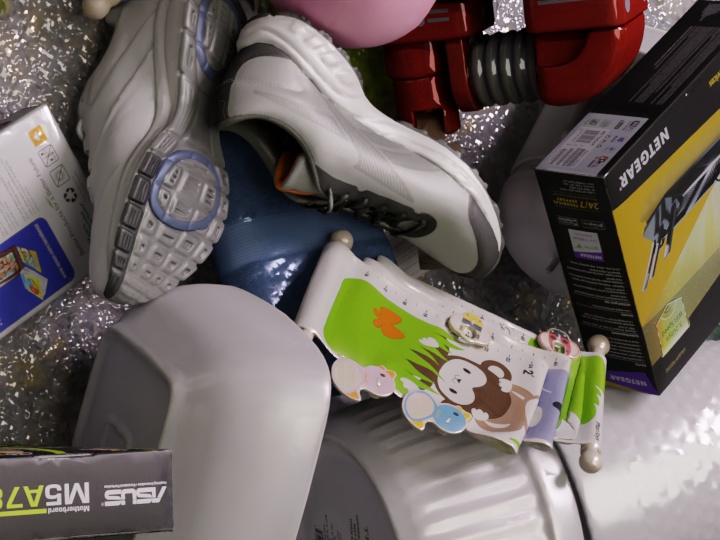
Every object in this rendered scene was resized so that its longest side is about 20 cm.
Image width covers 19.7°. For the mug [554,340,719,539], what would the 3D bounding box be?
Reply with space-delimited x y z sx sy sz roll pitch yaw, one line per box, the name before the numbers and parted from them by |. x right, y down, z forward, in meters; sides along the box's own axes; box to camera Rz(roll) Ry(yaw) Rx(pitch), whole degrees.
mug | 0.192 0.136 1.339 0.174 0.201 0.148 -18 55 -15

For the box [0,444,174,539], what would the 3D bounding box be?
box | -0.221 0.111 1.016 0.192 0.199 0.048 3 85 -36

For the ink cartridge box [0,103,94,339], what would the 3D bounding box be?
ink cartridge box | -0.226 0.000 1.120 0.200 0.037 0.095 -40 111 -33

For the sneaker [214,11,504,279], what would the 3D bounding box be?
sneaker | -0.003 -0.054 1.172 0.200 0.074 0.080 39 61 -19

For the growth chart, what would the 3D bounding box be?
growth chart | 0.054 0.048 1.157 0.198 0.018 0.145 23 33 -12

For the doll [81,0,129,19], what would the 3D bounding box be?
doll | -0.158 -0.210 1.173 0.199 0.048 0.138 -3 80 -42

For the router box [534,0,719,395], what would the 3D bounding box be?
router box | 0.195 -0.047 1.270 0.200 0.052 0.158 -45 129 -35

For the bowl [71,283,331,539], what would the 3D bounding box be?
bowl | -0.100 0.110 1.094 0.074 0.200 0.202 12 99 -26

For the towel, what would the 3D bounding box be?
towel | -0.041 -0.024 1.214 0.111 0.049 0.202 -9 74 -30

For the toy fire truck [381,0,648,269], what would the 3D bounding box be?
toy fire truck | 0.083 -0.114 1.261 0.129 0.174 0.202 -37 122 -66

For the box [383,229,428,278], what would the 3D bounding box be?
box | 0.000 0.000 1.281 0.199 0.039 0.042 -34 107 -32

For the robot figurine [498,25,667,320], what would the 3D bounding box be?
robot figurine | 0.161 -0.065 1.356 0.201 0.112 0.170 -61 153 -23

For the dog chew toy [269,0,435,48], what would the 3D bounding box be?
dog chew toy | -0.045 -0.207 1.158 0.199 0.124 0.126 25 72 -12

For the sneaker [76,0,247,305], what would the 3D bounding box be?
sneaker | -0.119 -0.070 1.160 0.074 0.086 0.202 42 51 -45

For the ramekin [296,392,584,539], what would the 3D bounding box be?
ramekin | 0.036 0.163 1.207 0.104 0.200 0.202 -11 94 -26

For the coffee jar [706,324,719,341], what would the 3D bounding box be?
coffee jar | 0.255 -0.017 1.438 0.104 0.085 0.202 31 71 -27
